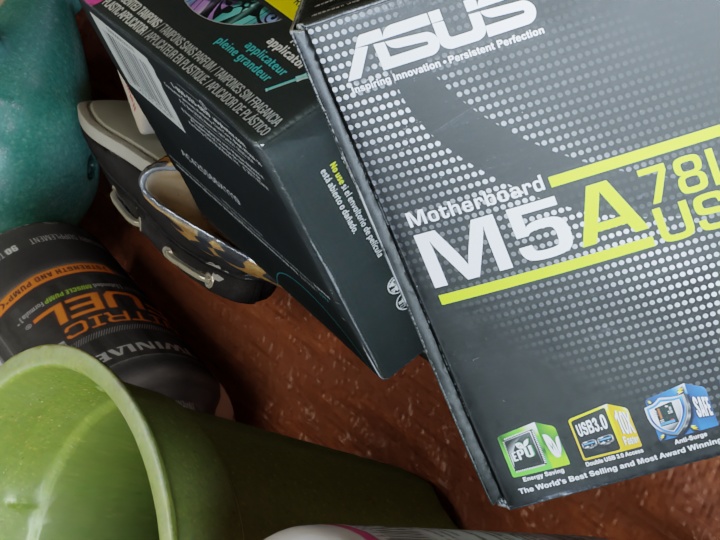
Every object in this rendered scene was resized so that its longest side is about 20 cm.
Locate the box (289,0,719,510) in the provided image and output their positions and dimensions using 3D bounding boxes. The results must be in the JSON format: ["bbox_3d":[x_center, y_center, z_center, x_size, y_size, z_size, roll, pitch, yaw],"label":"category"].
[{"bbox_3d":[0.104,-0.031,0.669,0.199,0.194,0.048,-16,27,15],"label":"box"}]

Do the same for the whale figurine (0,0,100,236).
[{"bbox_3d":[-0.184,-0.097,1.146,0.103,0.159,0.201,10,64,15],"label":"whale figurine"}]

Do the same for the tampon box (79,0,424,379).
[{"bbox_3d":[0.026,-0.092,0.792,0.200,0.126,0.150,-38,43,-12],"label":"tampon box"}]

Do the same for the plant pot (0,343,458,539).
[{"bbox_3d":[-0.060,0.141,0.880,0.200,0.190,0.201,-13,73,49],"label":"plant pot"}]

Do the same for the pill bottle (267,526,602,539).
[{"bbox_3d":[0.052,0.149,0.719,0.113,0.200,0.114,-12,74,49],"label":"pill bottle"}]

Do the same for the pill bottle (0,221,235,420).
[{"bbox_3d":[-0.131,0.066,1.050,0.200,0.106,0.106,44,117,44],"label":"pill bottle"}]

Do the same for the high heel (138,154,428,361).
[{"bbox_3d":[0.000,0.000,0.868,0.200,0.142,0.072,33,109,49],"label":"high heel"}]

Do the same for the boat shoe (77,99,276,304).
[{"bbox_3d":[-0.092,-0.041,1.050,0.200,0.074,0.061,32,122,52],"label":"boat shoe"}]

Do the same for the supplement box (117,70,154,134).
[{"bbox_3d":[-0.078,-0.179,0.998,0.200,0.073,0.126,108,147,-51],"label":"supplement box"}]
